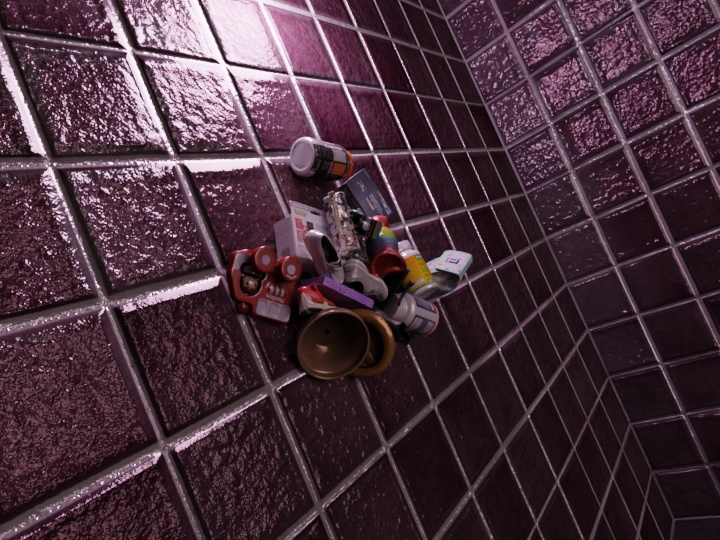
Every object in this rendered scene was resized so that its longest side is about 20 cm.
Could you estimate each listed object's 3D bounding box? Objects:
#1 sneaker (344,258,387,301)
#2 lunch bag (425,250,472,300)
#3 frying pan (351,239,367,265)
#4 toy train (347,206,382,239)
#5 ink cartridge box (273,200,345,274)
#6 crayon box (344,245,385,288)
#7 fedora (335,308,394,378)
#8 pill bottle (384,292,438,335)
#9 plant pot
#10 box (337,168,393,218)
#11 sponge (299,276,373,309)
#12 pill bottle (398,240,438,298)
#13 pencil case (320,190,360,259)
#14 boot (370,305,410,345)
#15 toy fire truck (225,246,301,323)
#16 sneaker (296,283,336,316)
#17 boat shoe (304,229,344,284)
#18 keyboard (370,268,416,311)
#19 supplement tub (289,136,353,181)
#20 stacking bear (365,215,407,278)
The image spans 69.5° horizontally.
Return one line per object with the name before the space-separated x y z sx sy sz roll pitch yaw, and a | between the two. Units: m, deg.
sneaker | 0.009 0.048 1.555 0.200 0.074 0.083 41 52 -40
lunch bag | 0.310 0.012 1.921 0.123 0.199 0.170 58 38 -8
frying pan | -0.005 -0.071 1.637 0.115 0.031 0.190 53 21 -2
toy train | -0.024 -0.151 1.634 0.113 0.199 0.086 16 93 -42
ink cartridge box | -0.148 -0.090 1.519 0.199 0.083 0.177 14 59 -46
crayon box | 0.000 0.000 1.675 0.200 0.051 0.128 -32 95 -53
fedora | 0.005 0.207 1.502 0.202 0.199 0.082 62 2 -2
pill bottle | 0.158 0.140 1.728 0.199 0.119 0.121 23 53 -41
plant pot | -0.082 0.184 1.397 0.201 0.201 0.093 41 2 -27
box | 0.021 -0.246 1.845 0.201 0.051 0.158 56 38 -11
sponge | -0.066 0.071 1.500 0.199 0.111 0.030 30 62 -37
pill bottle | 0.181 -0.001 1.834 0.111 0.111 0.201 -4 61 -51
pencil case | -0.058 -0.129 1.517 0.089 0.077 0.202 19 54 -66
boot | 0.093 0.195 1.562 0.068 0.130 0.201 -50 147 -18
toy fire truck | -0.249 0.037 1.316 0.199 0.112 0.170 21 72 -41
sneaker | -0.118 0.079 1.415 0.200 0.076 0.086 37 35 -75
boat shoe | -0.083 -0.030 1.436 0.072 0.068 0.201 -45 130 -30
keyboard | 0.101 0.070 1.651 0.201 0.126 0.021 -55 133 -24
supplement tub | -0.121 -0.354 1.676 0.199 0.122 0.124 -1 70 -51
stacking bear | 0.067 -0.094 1.683 0.114 0.120 0.201 62 14 -49
